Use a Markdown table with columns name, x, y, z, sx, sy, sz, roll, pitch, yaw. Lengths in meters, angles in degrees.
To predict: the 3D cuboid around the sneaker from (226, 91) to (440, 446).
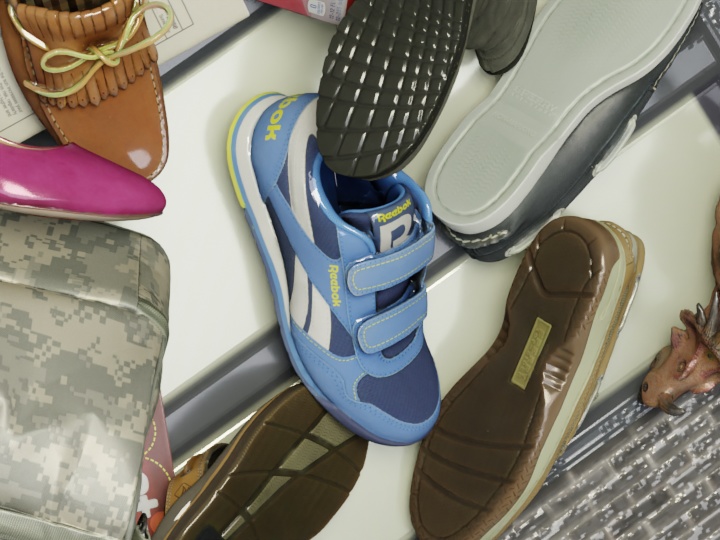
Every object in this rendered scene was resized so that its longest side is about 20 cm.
| name | x | y | z | sx | sy | sz | roll | pitch | yaw |
| --- | --- | --- | --- | --- | --- | --- | --- | --- | --- |
| sneaker | 0.000 | 0.000 | 1.437 | 0.074 | 0.082 | 0.201 | -37 | 110 | -42 |

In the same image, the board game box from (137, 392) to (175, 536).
| name | x | y | z | sx | sy | sz | roll | pitch | yaw |
| --- | --- | --- | --- | --- | --- | --- | --- | --- | --- |
| board game box | -0.150 | 0.100 | 1.458 | 0.102 | 0.019 | 0.201 | -11 | 100 | -13 |

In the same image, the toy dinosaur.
| name | x | y | z | sx | sy | sz | roll | pitch | yaw |
| --- | --- | --- | --- | --- | --- | --- | --- | --- | --- |
| toy dinosaur | 0.216 | -0.008 | 1.464 | 0.086 | 0.200 | 0.136 | 21 | 51 | 9 |

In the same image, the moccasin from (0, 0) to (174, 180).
| name | x | y | z | sx | sy | sz | roll | pitch | yaw |
| --- | --- | --- | --- | --- | --- | --- | --- | --- | --- |
| moccasin | -0.132 | -0.128 | 1.316 | 0.073 | 0.078 | 0.202 | -16 | 116 | -13 |

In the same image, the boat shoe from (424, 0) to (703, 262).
| name | x | y | z | sx | sy | sz | roll | pitch | yaw |
| --- | --- | --- | --- | --- | --- | --- | --- | --- | --- |
| boat shoe | 0.113 | -0.091 | 1.474 | 0.200 | 0.076 | 0.060 | -44 | 147 | -4 |

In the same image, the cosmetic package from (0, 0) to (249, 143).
| name | x | y | z | sx | sy | sz | roll | pitch | yaw |
| --- | --- | --- | --- | --- | --- | --- | --- | --- | --- |
| cosmetic package | -0.168 | -0.129 | 1.388 | 0.199 | 0.071 | 0.105 | -28 | 114 | -8 |

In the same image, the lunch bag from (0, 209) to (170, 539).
| name | x | y | z | sx | sy | sz | roll | pitch | yaw |
| --- | --- | --- | --- | --- | --- | --- | --- | --- | --- |
| lunch bag | -0.195 | 0.060 | 1.330 | 0.199 | 0.168 | 0.140 | 15 | 125 | -15 |

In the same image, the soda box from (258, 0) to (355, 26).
| name | x | y | z | sx | sy | sz | roll | pitch | yaw |
| --- | --- | --- | --- | --- | --- | --- | --- | --- | --- |
| soda box | -0.007 | -0.228 | 1.380 | 0.063 | 0.070 | 0.201 | 19 | 116 | 21 |

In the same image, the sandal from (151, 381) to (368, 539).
| name | x | y | z | sx | sy | sz | roll | pitch | yaw |
| --- | --- | --- | --- | --- | --- | --- | --- | --- | --- |
| sandal | -0.074 | 0.132 | 1.455 | 0.200 | 0.054 | 0.082 | -51 | 131 | -17 |

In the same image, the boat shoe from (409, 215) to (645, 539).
| name | x | y | z | sx | sy | sz | roll | pitch | yaw |
| --- | --- | --- | --- | --- | --- | --- | --- | --- | --- |
| boat shoe | 0.098 | 0.067 | 1.488 | 0.076 | 0.072 | 0.200 | 6 | 118 | -54 |

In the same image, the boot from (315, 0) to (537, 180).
| name | x | y | z | sx | sy | sz | roll | pitch | yaw |
| --- | --- | --- | --- | --- | --- | --- | --- | --- | --- |
| boot | 0.052 | -0.123 | 1.409 | 0.067 | 0.131 | 0.201 | 14 | 79 | 28 |

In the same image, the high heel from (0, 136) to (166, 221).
| name | x | y | z | sx | sy | sz | roll | pitch | yaw |
| --- | --- | --- | --- | --- | --- | --- | --- | --- | --- |
| high heel | -0.182 | -0.081 | 1.306 | 0.199 | 0.067 | 0.097 | 12 | 90 | -11 |
